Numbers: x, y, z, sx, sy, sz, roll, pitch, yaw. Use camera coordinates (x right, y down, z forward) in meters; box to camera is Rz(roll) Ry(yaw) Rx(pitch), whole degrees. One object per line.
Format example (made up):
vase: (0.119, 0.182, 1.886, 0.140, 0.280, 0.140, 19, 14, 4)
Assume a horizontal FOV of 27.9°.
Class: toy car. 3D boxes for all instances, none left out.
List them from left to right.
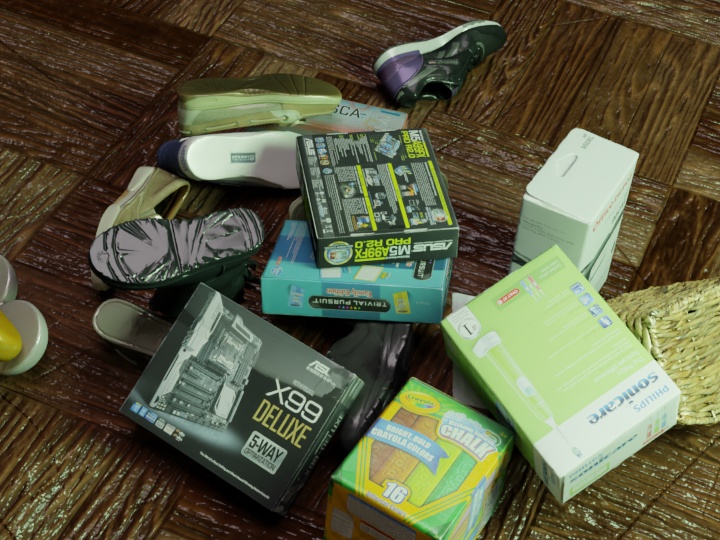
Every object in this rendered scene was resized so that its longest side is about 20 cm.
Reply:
toy car: (-0.441, 0.047, 1.519, 0.150, 0.175, 0.200, -43, 55, 4)

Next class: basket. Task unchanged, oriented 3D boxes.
basket: (0.322, 0.096, 1.552, 0.199, 0.144, 0.149, -17, 4, -42)

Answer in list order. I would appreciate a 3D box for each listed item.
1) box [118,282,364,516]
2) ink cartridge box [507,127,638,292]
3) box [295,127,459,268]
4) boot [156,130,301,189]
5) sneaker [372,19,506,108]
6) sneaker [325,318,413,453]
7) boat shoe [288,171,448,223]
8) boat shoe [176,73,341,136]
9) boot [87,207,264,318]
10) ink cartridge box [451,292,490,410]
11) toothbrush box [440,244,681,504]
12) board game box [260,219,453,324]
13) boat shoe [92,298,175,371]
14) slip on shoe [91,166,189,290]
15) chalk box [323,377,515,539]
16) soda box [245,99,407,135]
box: (-0.119, 0.129, 1.465, 0.199, 0.050, 0.158, 30, 83, 20)
ink cartridge box: (0.231, -0.034, 1.617, 0.084, 0.201, 0.145, 24, 47, 18)
box: (0.015, -0.086, 1.648, 0.159, 0.044, 0.200, -4, 40, -9)
boot: (-0.147, -0.140, 1.779, 0.199, 0.073, 0.090, 4, 3, -34)
sneaker: (0.120, -0.269, 1.950, 0.199, 0.076, 0.088, -22, 65, -20)
sneaker: (-0.001, 0.121, 1.538, 0.090, 0.076, 0.200, 7, 35, 11)
boat shoe: (0.003, -0.087, 1.748, 0.199, 0.075, 0.068, -13, 29, -16)
boat shoe: (-0.123, -0.198, 1.765, 0.199, 0.063, 0.073, -4, 29, -12)
boot: (-0.197, 0.003, 1.541, 0.197, 0.163, 0.074, -13, 70, -22)
ink cartridge box: (0.185, 0.117, 1.540, 0.199, 0.050, 0.163, 13, 44, -9)
toothbrush box: (0.194, 0.100, 1.420, 0.145, 0.086, 0.200, -34, 62, -8)
board game box: (0.000, 0.000, 1.625, 0.199, 0.047, 0.151, 4, 28, 7)
boat shoe: (-0.196, 0.091, 1.551, 0.199, 0.057, 0.067, 28, 76, 15)
slip on shoe: (-0.255, -0.049, 1.677, 0.060, 0.076, 0.200, 10, 37, 8)
chalk box: (0.068, 0.201, 1.416, 0.124, 0.124, 0.200, 25, 48, 18)
soda box: (-0.043, -0.175, 1.825, 0.199, 0.069, 0.064, 14, 47, 7)
